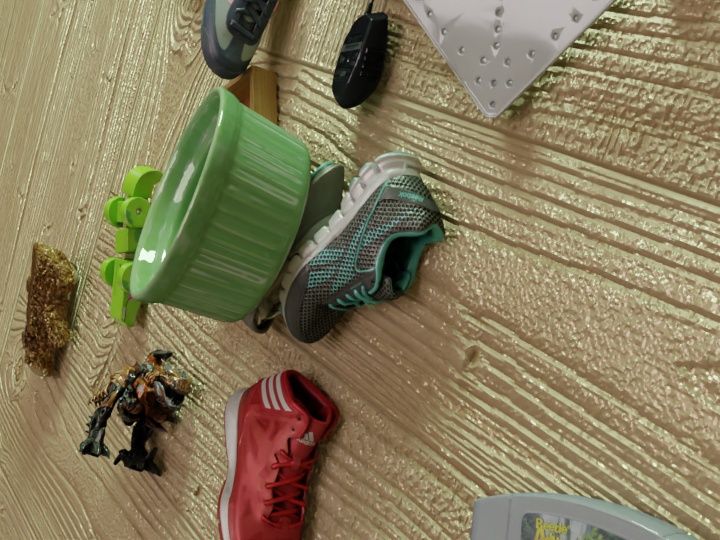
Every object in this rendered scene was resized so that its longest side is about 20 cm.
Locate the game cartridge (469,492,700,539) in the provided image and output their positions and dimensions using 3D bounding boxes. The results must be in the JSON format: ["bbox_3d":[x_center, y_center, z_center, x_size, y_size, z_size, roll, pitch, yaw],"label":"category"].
[{"bbox_3d":[0.143,0.215,0.569,0.198,0.040,0.136,0,78,50],"label":"game cartridge"}]

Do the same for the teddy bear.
[{"bbox_3d":[-0.457,0.060,1.318,0.144,0.066,0.204,20,104,60],"label":"teddy bear"}]

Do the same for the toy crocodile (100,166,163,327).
[{"bbox_3d":[-0.285,-0.031,1.129,0.067,0.061,0.205,4,90,50],"label":"toy crocodile"}]

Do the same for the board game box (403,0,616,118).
[{"bbox_3d":[0.112,-0.254,0.661,0.200,0.026,0.202,-43,73,36],"label":"board game box"}]

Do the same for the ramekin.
[{"bbox_3d":[-0.125,-0.052,0.810,0.200,0.096,0.202,-49,28,38],"label":"ramekin"}]

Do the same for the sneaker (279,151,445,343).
[{"bbox_3d":[0.000,0.000,0.761,0.201,0.077,0.092,-56,49,29],"label":"sneaker"}]

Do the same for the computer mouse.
[{"bbox_3d":[0.021,-0.244,0.824,0.059,0.034,0.204,29,100,66],"label":"computer mouse"}]

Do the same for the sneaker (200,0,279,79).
[{"bbox_3d":[-0.110,-0.301,0.940,0.081,0.069,0.204,-1,71,49],"label":"sneaker"}]

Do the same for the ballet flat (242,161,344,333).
[{"bbox_3d":[-0.058,-0.015,0.853,0.064,0.067,0.201,48,123,12],"label":"ballet flat"}]

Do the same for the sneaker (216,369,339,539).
[{"bbox_3d":[-0.071,0.184,0.802,0.115,0.077,0.204,-36,57,42],"label":"sneaker"}]

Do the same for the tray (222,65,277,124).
[{"bbox_3d":[-0.128,-0.106,0.965,0.098,0.037,0.204,-20,66,47],"label":"tray"}]

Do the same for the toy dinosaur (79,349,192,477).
[{"bbox_3d":[-0.263,0.160,1.052,0.200,0.101,0.138,-30,43,64],"label":"toy dinosaur"}]
